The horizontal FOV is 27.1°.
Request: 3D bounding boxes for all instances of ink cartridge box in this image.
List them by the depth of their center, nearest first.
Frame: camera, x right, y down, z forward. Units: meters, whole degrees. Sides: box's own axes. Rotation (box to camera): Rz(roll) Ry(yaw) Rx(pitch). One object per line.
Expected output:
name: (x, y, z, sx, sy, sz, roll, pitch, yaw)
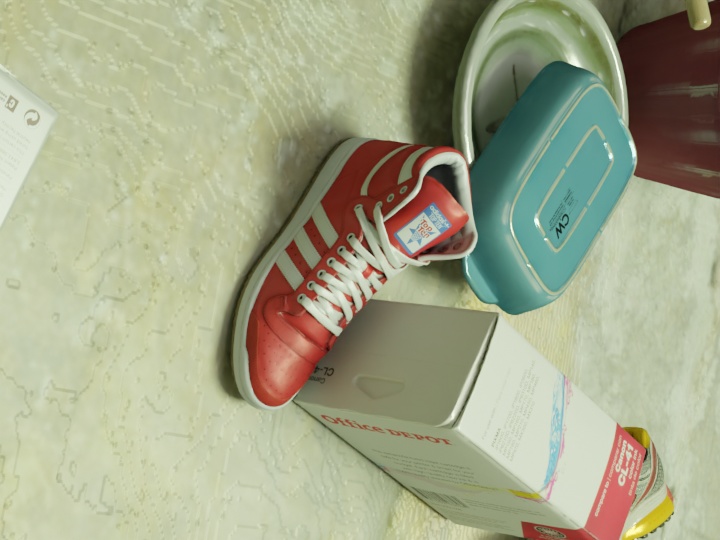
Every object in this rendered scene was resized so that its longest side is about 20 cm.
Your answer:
ink cartridge box: (0.076, 0.104, 0.995, 0.200, 0.147, 0.086, 43, 63, -40)

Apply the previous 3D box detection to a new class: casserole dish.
casserole dish: (0.138, -0.059, 1.054, 0.200, 0.039, 0.121, -54, 127, -27)

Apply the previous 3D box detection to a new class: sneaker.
sneaker: (0.000, 0.000, 0.933, 0.071, 0.112, 0.201, 43, 63, -38)
sneaker: (0.174, 0.184, 1.163, 0.200, 0.077, 0.083, -29, 110, -51)

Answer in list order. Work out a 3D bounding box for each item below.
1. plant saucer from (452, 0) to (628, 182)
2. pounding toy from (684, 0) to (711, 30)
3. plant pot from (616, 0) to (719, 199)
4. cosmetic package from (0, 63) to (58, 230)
plant saucer: (0.122, -0.112, 1.095, 0.199, 0.050, 0.202, -5, 97, -46)
pounding toy: (0.211, -0.304, 1.106, 0.200, 0.142, 0.185, -49, 124, -32)
plant pot: (0.301, -0.136, 1.186, 0.199, 0.178, 0.201, -4, 95, -45)
cosmetic package: (-0.237, -0.010, 0.690, 0.081, 0.112, 0.201, 41, 63, -40)
